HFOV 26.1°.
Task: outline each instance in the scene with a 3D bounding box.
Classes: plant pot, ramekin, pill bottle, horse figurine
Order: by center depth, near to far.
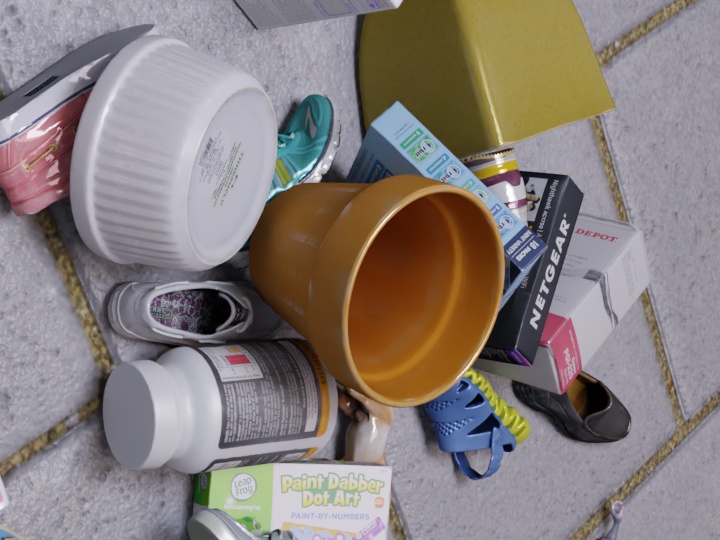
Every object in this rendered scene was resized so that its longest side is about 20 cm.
[{"bbox_3d":[-0.154,-0.094,1.350,0.200,0.104,0.202,-50,149,-46],"label":"ramekin"},{"bbox_3d":[0.000,0.000,1.419,0.199,0.182,0.203,-17,117,-38],"label":"plant pot"},{"bbox_3d":[-0.128,0.124,1.423,0.198,0.116,0.118,-2,92,-39],"label":"pill bottle"},{"bbox_3d":[-0.010,0.166,1.585,0.131,0.050,0.203,2,93,-36],"label":"horse figurine"},{"bbox_3d":[0.111,-0.226,1.600,0.194,0.193,0.202,-21,98,-40],"label":"plant pot"}]

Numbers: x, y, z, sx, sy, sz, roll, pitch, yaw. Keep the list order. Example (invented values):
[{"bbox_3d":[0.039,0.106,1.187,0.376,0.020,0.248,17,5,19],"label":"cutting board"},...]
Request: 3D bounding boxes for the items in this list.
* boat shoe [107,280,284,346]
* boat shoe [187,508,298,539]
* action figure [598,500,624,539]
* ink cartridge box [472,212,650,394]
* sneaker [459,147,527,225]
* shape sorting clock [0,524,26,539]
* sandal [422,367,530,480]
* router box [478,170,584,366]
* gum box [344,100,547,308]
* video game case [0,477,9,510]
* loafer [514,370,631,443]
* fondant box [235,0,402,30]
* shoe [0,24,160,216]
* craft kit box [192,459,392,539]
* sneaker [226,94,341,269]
[{"bbox_3d":[-0.137,0.038,1.446,0.199,0.068,0.073,14,81,-43],"label":"boat shoe"},{"bbox_3d":[-0.081,0.280,1.443,0.201,0.070,0.072,52,58,-22],"label":"boat shoe"},{"bbox_3d":[0.325,0.384,1.898,0.198,0.135,0.149,20,120,-29],"label":"action figure"},{"bbox_3d":[0.208,0.028,1.715,0.200,0.145,0.085,-48,134,-30],"label":"ink cartridge box"},{"bbox_3d":[0.098,-0.058,1.576,0.074,0.200,0.091,-13,86,-27],"label":"sneaker"},{"bbox_3d":[-0.332,0.309,1.293,0.198,0.039,0.203,-2,93,-43],"label":"shape sorting clock"},{"bbox_3d":[0.109,0.160,1.680,0.200,0.079,0.088,41,68,-34],"label":"sandal"},{"bbox_3d":[0.137,-0.008,1.644,0.051,0.148,0.202,40,64,-51],"label":"router box"},{"bbox_3d":[0.072,-0.043,1.514,0.200,0.170,0.044,44,62,8],"label":"gum box"},{"bbox_3d":[-0.375,0.126,1.247,0.142,0.017,0.202,-25,102,-40],"label":"video game case"},{"bbox_3d":[0.265,0.159,1.827,0.199,0.072,0.074,26,73,-41],"label":"loafer"},{"bbox_3d":[-0.059,-0.299,1.420,0.145,0.199,0.059,50,58,-32],"label":"fondant box"},{"bbox_3d":[-0.241,-0.132,1.348,0.200,0.071,0.092,-40,120,-31],"label":"shoe"},{"bbox_3d":[-0.069,0.283,1.505,0.198,0.048,0.200,5,85,-28],"label":"craft kit box"},{"bbox_3d":[-0.085,-0.097,1.493,0.080,0.077,0.201,43,63,-24],"label":"sneaker"}]
